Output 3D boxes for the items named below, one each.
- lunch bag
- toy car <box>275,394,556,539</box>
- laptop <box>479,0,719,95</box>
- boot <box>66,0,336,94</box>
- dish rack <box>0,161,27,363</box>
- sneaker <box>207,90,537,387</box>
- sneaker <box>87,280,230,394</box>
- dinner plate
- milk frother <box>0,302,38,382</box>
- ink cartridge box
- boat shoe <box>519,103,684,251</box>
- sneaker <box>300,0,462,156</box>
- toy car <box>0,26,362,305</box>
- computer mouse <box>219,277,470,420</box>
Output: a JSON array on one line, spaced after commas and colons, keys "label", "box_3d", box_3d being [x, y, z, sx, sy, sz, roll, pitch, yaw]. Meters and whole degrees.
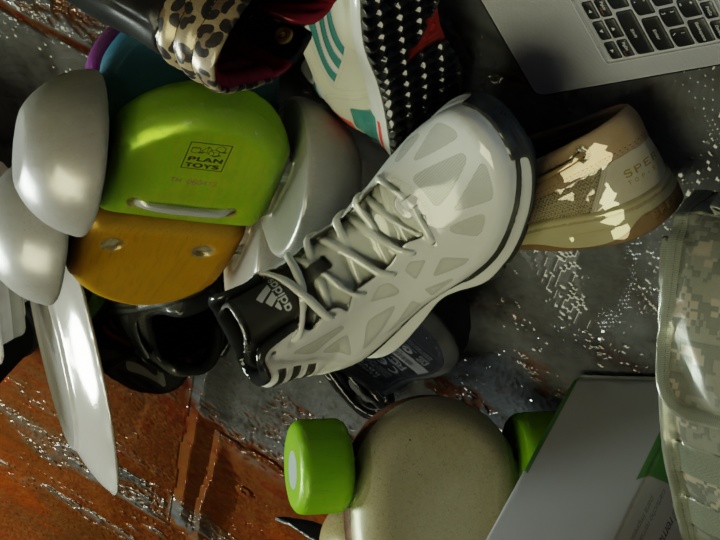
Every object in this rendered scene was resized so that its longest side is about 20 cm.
[{"label": "lunch bag", "box_3d": [0.229, 0.058, 0.852, 0.164, 0.118, 0.200, 11, 132, 33]}, {"label": "toy car", "box_3d": [0.023, 0.153, 1.119, 0.164, 0.158, 0.200, -1, 179, -15]}, {"label": "laptop", "box_3d": [0.086, -0.128, 0.753, 0.200, 0.116, 0.187, -5, 128, 44]}, {"label": "boot", "box_3d": [-0.075, -0.149, 0.788, 0.150, 0.200, 0.073, 28, 123, 16]}, {"label": "dish rack", "box_3d": [-0.267, -0.054, 1.158, 0.200, 0.043, 0.172, 47, 153, 26]}, {"label": "sneaker", "box_3d": [0.000, 0.000, 0.865, 0.076, 0.115, 0.201, 52, 138, 14]}, {"label": "sneaker", "box_3d": [-0.125, 0.039, 1.135, 0.084, 0.077, 0.200, 59, 163, 18]}, {"label": "dinner plate", "box_3d": [-0.189, 0.048, 1.167, 0.200, 0.024, 0.201, 166, 90, -74]}, {"label": "milk frother", "box_3d": [-0.370, 0.074, 1.316, 0.180, 0.188, 0.200, 44, 145, -10]}, {"label": "ink cartridge box", "box_3d": [0.163, 0.180, 1.022, 0.084, 0.145, 0.200, -2, 131, 39]}, {"label": "boat shoe", "box_3d": [0.066, -0.044, 0.917, 0.200, 0.071, 0.065, -10, 116, 40]}, {"label": "sneaker", "box_3d": [-0.008, -0.133, 0.853, 0.093, 0.070, 0.200, 32, 158, 22]}, {"label": "toy car", "box_3d": [-0.102, -0.066, 0.968, 0.175, 0.150, 0.200, 6, 154, -18]}, {"label": "computer mouse", "box_3d": [0.005, 0.021, 1.061, 0.138, 0.053, 0.200, 41, 157, -11]}]
